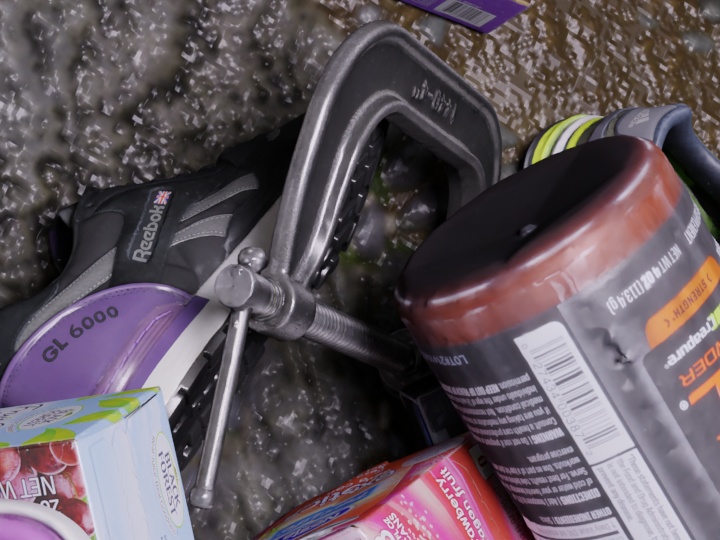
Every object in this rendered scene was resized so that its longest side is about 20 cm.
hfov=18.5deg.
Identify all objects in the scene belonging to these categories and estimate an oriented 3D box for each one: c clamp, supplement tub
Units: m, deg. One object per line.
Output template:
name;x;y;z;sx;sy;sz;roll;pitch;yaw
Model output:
c clamp;0.000;0.000;0.792;0.200;0.027;0.172;14;89;-65
supplement tub;0.103;0.061;0.761;0.107;0.107;0.200;-41;108;-28

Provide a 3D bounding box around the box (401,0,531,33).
box;-0.015;-0.193;0.877;0.199;0.039;0.137;18;70;-22

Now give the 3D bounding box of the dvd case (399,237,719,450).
dvd case;0.117;0.105;0.839;0.150;0.025;0.201;-24;104;-13

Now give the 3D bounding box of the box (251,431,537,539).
box;0.032;0.171;0.768;0.200;0.095;0.100;63;32;-2

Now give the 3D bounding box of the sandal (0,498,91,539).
sandal;-0.164;0.092;0.550;0.202;0.050;0.083;-15;75;1

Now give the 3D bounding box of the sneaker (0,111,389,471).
sneaker;-0.061;-0.015;0.795;0.087;0.076;0.200;27;48;12

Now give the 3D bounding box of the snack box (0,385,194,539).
snack box;-0.139;0.132;0.637;0.068;0.199;0.169;-31;112;-69

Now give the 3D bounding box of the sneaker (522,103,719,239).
sneaker;0.147;0.017;0.887;0.200;0.081;0.074;50;62;-9
